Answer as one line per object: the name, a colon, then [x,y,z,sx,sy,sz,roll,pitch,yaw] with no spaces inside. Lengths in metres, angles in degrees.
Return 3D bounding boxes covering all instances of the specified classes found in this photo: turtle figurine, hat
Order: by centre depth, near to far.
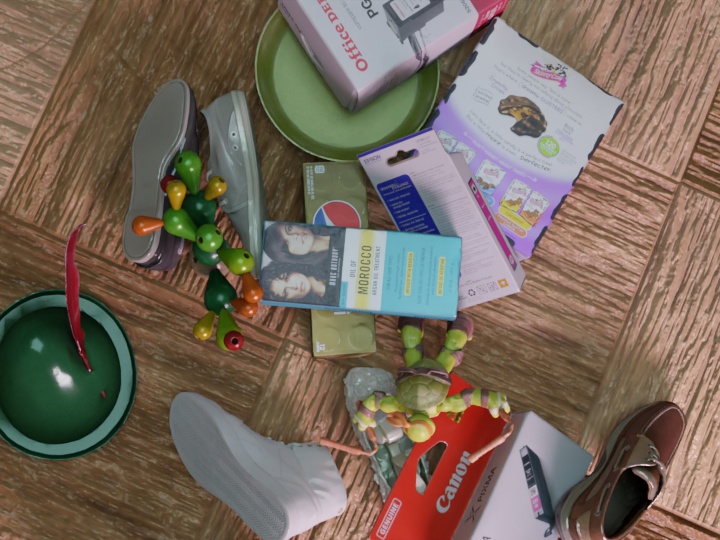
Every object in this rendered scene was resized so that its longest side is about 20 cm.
hat: [-0.309,0.085,1.293,0.164,0.176,0.202,-17,85,-7]
turtle figurine: [0.056,0.113,1.331,0.198,0.065,0.162,-8,45,19]

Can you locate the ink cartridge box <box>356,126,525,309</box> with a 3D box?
ink cartridge box: [0.084,-0.054,1.359,0.094,0.037,0.201,-18,115,31]

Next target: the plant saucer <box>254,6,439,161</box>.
plant saucer: [-0.015,-0.212,1.430,0.198,0.031,0.202,1,82,-5]

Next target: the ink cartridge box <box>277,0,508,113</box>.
ink cartridge box: [0.034,-0.282,1.385,0.199,0.083,0.146,-34,87,-9]

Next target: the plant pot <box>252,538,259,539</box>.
plant pot: [-0.123,0.367,1.287,0.184,0.200,0.201,-41,88,-20]

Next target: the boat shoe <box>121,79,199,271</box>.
boat shoe: [-0.203,-0.097,1.394,0.066,0.057,0.202,4,77,31]

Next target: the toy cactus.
toy cactus: [-0.156,-0.011,1.325,0.102,0.165,0.201,-24,85,-7]

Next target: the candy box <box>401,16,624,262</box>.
candy box: [0.155,-0.137,1.416,0.167,0.072,0.201,34,82,0]

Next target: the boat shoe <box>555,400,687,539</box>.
boat shoe: [0.283,0.213,1.366,0.200,0.072,0.076,-47,109,-27]

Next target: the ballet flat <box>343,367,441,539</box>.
ballet flat: [0.042,0.189,1.372,0.071,0.072,0.201,-22,85,-7]

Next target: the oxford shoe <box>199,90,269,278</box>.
oxford shoe: [-0.130,-0.088,1.385,0.057,0.075,0.202,-11,81,-1]

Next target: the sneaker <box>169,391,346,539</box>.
sneaker: [-0.101,0.193,1.360,0.200,0.115,0.074,43,121,28]

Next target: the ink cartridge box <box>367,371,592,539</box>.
ink cartridge box: [0.125,0.228,1.345,0.173,0.043,0.201,36,68,-17]

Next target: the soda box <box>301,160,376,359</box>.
soda box: [-0.023,-0.010,1.389,0.067,0.064,0.202,-3,84,-5]

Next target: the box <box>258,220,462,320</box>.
box: [0.000,0.000,1.326,0.198,0.049,0.083,4,84,3]
